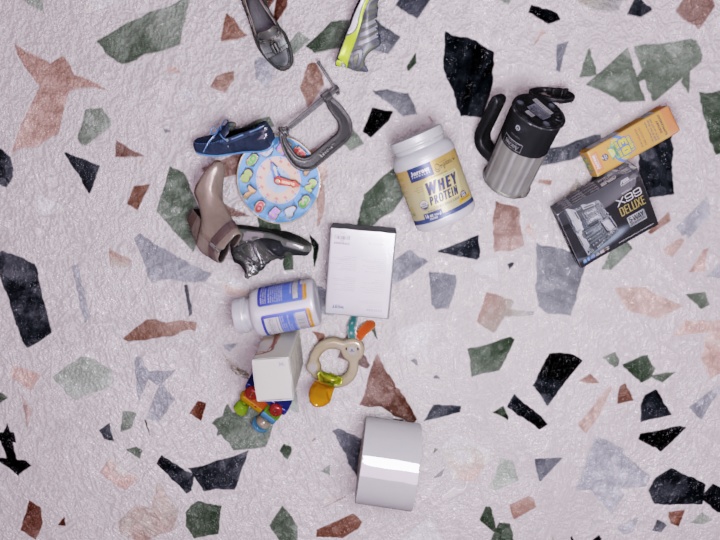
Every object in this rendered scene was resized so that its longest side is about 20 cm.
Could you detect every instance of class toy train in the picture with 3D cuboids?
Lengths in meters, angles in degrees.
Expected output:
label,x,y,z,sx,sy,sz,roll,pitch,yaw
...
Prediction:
label,x,y,z,sx,sy,sz,roll,pitch,yaw
toy train,-0.276,0.305,1.669,0.199,0.085,0.116,36,115,-6

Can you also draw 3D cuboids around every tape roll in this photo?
label,x,y,z,sx,sy,sz,roll,pitch,yaw
tape roll,0.065,0.457,1.622,0.136,0.203,0.207,7,103,0

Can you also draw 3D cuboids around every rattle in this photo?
label,x,y,z,sx,sy,sz,roll,pitch,yaw
rattle,-0.048,0.205,1.605,0.200,0.143,0.131,-42,80,16

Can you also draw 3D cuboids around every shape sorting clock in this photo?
label,x,y,z,sx,sy,sz,roll,pitch,yaw
shape sorting clock,-0.188,-0.206,1.564,0.195,0.039,0.205,1,102,2

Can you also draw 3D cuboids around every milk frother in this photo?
label,x,y,z,sx,sy,sz,roll,pitch,yaw
milk frother,0.369,-0.291,1.482,0.196,0.182,0.190,-9,143,-24

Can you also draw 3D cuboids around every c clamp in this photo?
label,x,y,z,sx,sy,sz,roll,pitch,yaw
c clamp,-0.107,-0.331,1.523,0.200,0.027,0.171,-45,107,-5

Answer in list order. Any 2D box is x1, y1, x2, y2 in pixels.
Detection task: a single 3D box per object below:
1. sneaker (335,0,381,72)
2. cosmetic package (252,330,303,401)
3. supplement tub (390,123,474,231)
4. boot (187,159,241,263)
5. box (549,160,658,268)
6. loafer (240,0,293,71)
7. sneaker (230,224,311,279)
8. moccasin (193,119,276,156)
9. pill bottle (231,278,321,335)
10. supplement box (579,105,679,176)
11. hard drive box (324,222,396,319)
label,x,y,z,sx,sy,sz,roll,pitch,yaw
sneaker,0.015,-0.525,1.475,0.080,0.074,0.203,21,109,-12
cosmetic package,-0.188,0.213,1.576,0.085,0.200,0.106,-4,103,2
supplement tub,0.155,-0.203,1.497,0.142,0.145,0.203,-22,101,7
boot,-0.319,-0.125,1.545,0.146,0.070,0.202,44,123,24
box,0.545,-0.124,1.527,0.198,0.050,0.159,-30,117,8
loafer,-0.210,-0.529,1.479,0.071,0.063,0.203,-26,100,8
sneaker,-0.210,-0.036,1.587,0.195,0.076,0.117,7,105,4
moccasin,-0.282,-0.302,1.518,0.195,0.081,0.069,-5,127,12
pill bottle,-0.196,0.090,1.595,0.195,0.112,0.115,-10,102,5
supplement box,0.589,-0.283,1.502,0.198,0.069,0.067,-30,98,11
hard drive box,0.000,0.000,1.584,0.152,0.077,0.205,6,103,1
